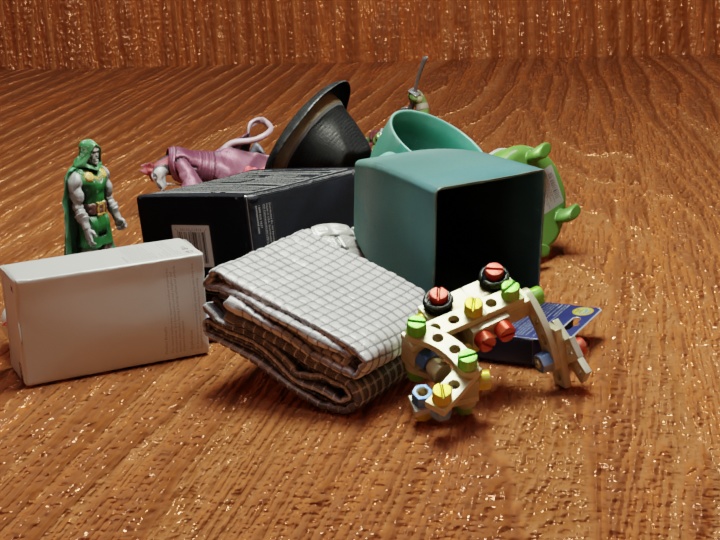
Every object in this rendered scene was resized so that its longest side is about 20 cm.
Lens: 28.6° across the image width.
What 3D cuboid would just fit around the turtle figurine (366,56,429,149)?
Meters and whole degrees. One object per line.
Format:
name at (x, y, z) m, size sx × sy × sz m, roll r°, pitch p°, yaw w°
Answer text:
turtle figurine at (0.047, -0.235, 2.246) m, size 0.192 × 0.145 × 0.200 m, roll -14°, pitch -34°, yaw 28°

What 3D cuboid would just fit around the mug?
mug at (0.069, -0.130, 1.910) m, size 0.183 × 0.115 × 0.153 m, roll 12°, pitch 34°, yaw -27°

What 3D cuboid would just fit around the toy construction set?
toy construction set at (0.119, 0.068, 1.300) m, size 0.198 × 0.093 × 0.131 m, roll -10°, pitch 41°, yaw -29°

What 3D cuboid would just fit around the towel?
towel at (-0.039, 0.051, 1.374) m, size 0.199 × 0.086 × 0.165 m, roll 26°, pitch 29°, yaw 25°

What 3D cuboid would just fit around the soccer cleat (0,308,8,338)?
soccer cleat at (-0.289, 0.036, 1.531) m, size 0.198 × 0.069 × 0.085 m, roll -15°, pitch 3°, yaw -22°

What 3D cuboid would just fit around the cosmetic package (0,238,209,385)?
cosmetic package at (-0.261, 0.040, 1.453) m, size 0.198 × 0.114 × 0.081 m, roll -7°, pitch 16°, yaw -23°

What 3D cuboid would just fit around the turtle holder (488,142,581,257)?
turtle holder at (0.172, -0.067, 1.757) m, size 0.131 × 0.141 × 0.187 m, roll -7°, pitch 48°, yaw 47°

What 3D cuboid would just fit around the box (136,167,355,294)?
box at (-0.123, -0.049, 1.685) m, size 0.199 × 0.125 × 0.197 m, roll 3°, pitch 15°, yaw 43°

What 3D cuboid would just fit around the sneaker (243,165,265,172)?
sneaker at (-0.087, -0.127, 2.041) m, size 0.198 × 0.088 × 0.073 m, roll -13°, pitch 20°, yaw -33°

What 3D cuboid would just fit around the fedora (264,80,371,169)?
fedora at (-0.043, -0.153, 1.859) m, size 0.091 × 0.201 × 0.200 m, roll 37°, pitch 26°, yaw 8°

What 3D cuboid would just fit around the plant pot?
plant pot at (0.081, -0.058, 1.522) m, size 0.140 × 0.143 × 0.200 m, roll -11°, pitch 24°, yaw -29°

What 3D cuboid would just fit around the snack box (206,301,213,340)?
snack box at (-0.078, 0.046, 1.555) m, size 0.198 × 0.025 × 0.072 m, roll -5°, pitch 17°, yaw -10°

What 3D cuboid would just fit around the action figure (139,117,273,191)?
action figure at (-0.222, -0.150, 2.060) m, size 0.198 × 0.151 × 0.134 m, roll 6°, pitch 18°, yaw -24°

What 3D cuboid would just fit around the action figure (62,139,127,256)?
action figure at (-0.302, -0.049, 1.600) m, size 0.054 × 0.202 × 0.118 m, roll 6°, pitch 19°, yaw 26°

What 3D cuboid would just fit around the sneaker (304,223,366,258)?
sneaker at (0.000, 0.000, 1.623) m, size 0.198 × 0.082 × 0.078 m, roll 0°, pitch 49°, yaw -28°

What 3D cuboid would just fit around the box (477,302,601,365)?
box at (0.139, 0.058, 1.465) m, size 0.198 × 0.033 × 0.121 m, roll 5°, pitch 18°, yaw 28°
